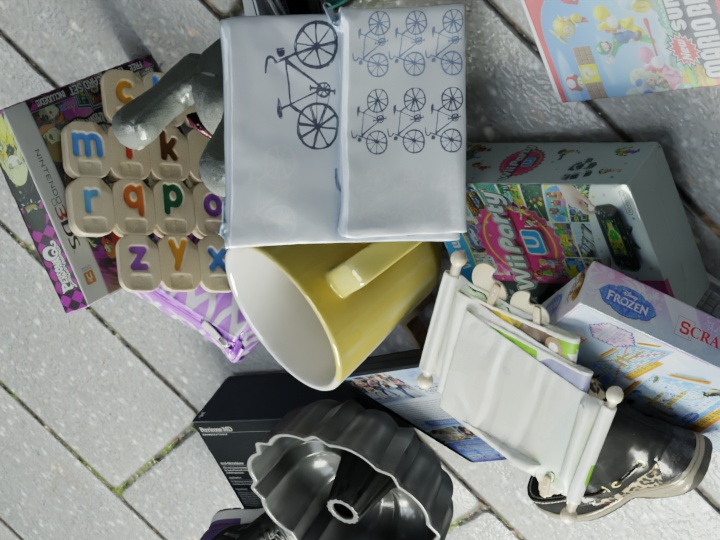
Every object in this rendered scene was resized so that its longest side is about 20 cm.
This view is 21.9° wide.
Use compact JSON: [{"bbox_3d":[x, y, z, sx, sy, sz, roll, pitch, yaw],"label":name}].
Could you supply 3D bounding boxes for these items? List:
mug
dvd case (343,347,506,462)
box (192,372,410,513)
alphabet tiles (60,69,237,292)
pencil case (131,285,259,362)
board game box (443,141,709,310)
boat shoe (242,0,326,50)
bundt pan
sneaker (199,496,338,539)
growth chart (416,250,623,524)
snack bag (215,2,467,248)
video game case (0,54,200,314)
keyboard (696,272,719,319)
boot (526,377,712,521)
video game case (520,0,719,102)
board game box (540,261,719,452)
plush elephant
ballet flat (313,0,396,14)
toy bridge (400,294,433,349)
[{"bbox_3d":[-0.001,0.005,1.584,0.186,0.153,0.150,24,141,49],"label":"mug"},{"bbox_3d":[0.092,0.120,1.634,0.142,0.018,0.200,-11,146,42],"label":"dvd case"},{"bbox_3d":[-0.047,0.176,1.838,0.200,0.079,0.141,-5,126,38],"label":"box"},{"bbox_3d":[-0.167,-0.076,1.616,0.015,0.199,0.196,-19,74,52],"label":"alphabet tiles"},{"bbox_3d":[-0.171,0.012,1.734,0.200,0.086,0.084,30,138,12],"label":"pencil case"},{"bbox_3d":[0.166,-0.030,1.513,0.200,0.064,0.148,3,130,39],"label":"board game box"},{"bbox_3d":[-0.071,-0.263,1.457,0.068,0.072,0.201,-7,97,57],"label":"boat shoe"},{"bbox_3d":[0.001,0.194,1.699,0.201,0.076,0.202,22,141,18],"label":"bundt pan"},{"bbox_3d":[-0.095,0.279,1.841,0.200,0.088,0.076,-24,110,45],"label":"sneaker"},{"bbox_3d":[0.122,0.086,1.471,0.200,0.018,0.145,40,123,30],"label":"growth chart"},{"bbox_3d":[-0.014,-0.113,1.444,0.199,0.021,0.189,-2,101,-12],"label":"snack bag"},{"bbox_3d":[-0.220,-0.080,1.628,0.036,0.200,0.182,-17,98,38],"label":"video game case"},{"bbox_3d":[0.217,-0.016,1.543,0.200,0.011,0.056,32,137,9],"label":"keyboard"},{"bbox_3d":[0.176,0.144,1.554,0.150,0.073,0.200,32,152,-26],"label":"boot"},{"bbox_3d":[0.214,-0.198,1.387,0.199,0.017,0.143,-3,123,37],"label":"video game case"},{"bbox_3d":[0.234,0.079,1.507,0.199,0.041,0.200,25,157,-8],"label":"board game box"},{"bbox_3d":[-0.081,-0.125,1.568,0.164,0.200,0.155,19,158,39],"label":"plush elephant"},{"bbox_3d":[0.037,-0.246,1.441,0.072,0.072,0.200,46,139,-7],"label":"ballet flat"},{"bbox_3d":[0.106,0.102,1.707,0.200,0.027,0.067,43,139,-3],"label":"toy bridge"}]
